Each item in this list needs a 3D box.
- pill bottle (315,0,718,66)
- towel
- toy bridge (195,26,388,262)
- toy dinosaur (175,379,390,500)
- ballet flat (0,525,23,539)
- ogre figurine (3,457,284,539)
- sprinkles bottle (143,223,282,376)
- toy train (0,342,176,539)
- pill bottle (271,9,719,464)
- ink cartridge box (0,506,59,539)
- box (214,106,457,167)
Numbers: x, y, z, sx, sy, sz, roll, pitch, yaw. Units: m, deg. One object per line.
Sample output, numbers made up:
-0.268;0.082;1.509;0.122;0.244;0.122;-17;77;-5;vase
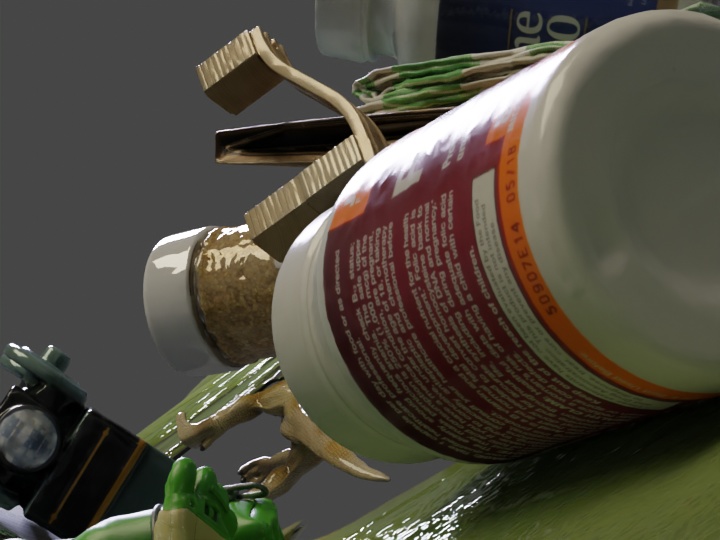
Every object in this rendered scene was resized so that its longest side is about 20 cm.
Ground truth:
0.082;-0.138;1.360;0.199;0.112;0.111;9;14;10;pill bottle
0.115;-0.091;1.215;0.199;0.024;0.152;-10;-7;41;towel
-0.016;-0.031;1.120;0.067;0.027;0.201;-35;48;17;toy bridge
-0.025;0.063;1.131;0.101;0.058;0.200;-32;5;11;toy dinosaur
-0.211;0.185;1.146;0.200;0.074;0.074;-45;8;-23;ballet flat
-0.116;0.128;0.917;0.119;0.099;0.200;-12;30;27;ogre figurine
0.000;0.000;1.196;0.199;0.069;0.068;-11;15;28;sprinkles bottle
-0.143;0.096;1.289;0.085;0.114;0.200;-57;4;-8;toy train
0.055;-0.001;0.846;0.114;0.115;0.200;-36;5;-30;pill bottle
-0.244;0.123;1.313;0.200;0.195;0.044;-82;14;-86;ink cartridge box
0.058;-0.059;1.227;0.163;0.021;0.199;-3;0;43;box
